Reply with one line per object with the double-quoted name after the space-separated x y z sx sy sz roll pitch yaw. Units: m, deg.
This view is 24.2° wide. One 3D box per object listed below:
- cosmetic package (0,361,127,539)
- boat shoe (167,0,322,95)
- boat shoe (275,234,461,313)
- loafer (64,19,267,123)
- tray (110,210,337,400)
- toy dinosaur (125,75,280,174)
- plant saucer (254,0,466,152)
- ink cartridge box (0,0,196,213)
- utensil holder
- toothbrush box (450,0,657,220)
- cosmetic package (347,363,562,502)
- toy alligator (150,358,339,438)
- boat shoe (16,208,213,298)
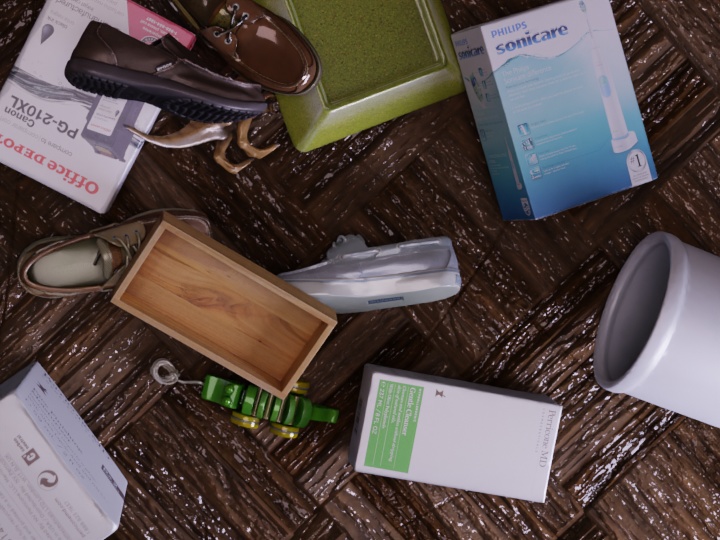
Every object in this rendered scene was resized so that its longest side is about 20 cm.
-0.340 0.209 1.616 0.165 0.200 0.165 -35 98 -1 "cosmetic package"
-0.127 -0.236 1.615 0.200 0.068 0.072 37 99 15 "boat shoe"
0.000 0.000 1.709 0.200 0.070 0.072 -5 72 -1 "boat shoe"
-0.176 -0.190 1.578 0.199 0.073 0.071 13 78 -29 "loafer"
-0.133 0.035 1.646 0.200 0.037 0.099 31 105 -14 "tray"
-0.143 -0.146 1.671 0.200 0.060 0.106 -42 104 -30 "toy dinosaur"
-0.002 -0.244 1.672 0.199 0.048 0.200 -22 97 -14 "plant saucer"
-0.270 -0.174 1.648 0.144 0.084 0.200 27 91 -8 "ink cartridge box"
0.362 0.072 1.698 0.199 0.170 0.170 20 93 -10 "utensil holder"
0.194 -0.165 1.686 0.146 0.085 0.201 -20 98 -17 "toothbrush box"
0.095 0.165 1.718 0.199 0.085 0.108 9 91 -6 "cosmetic package"
-0.117 0.129 1.706 0.199 0.054 0.059 15 93 -7 "toy alligator"
-0.244 -0.011 1.671 0.199 0.074 0.076 -15 97 -4 "boat shoe"
